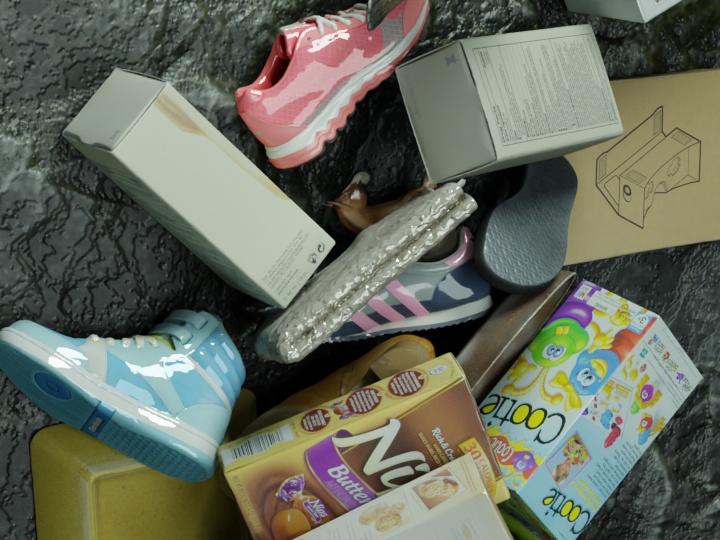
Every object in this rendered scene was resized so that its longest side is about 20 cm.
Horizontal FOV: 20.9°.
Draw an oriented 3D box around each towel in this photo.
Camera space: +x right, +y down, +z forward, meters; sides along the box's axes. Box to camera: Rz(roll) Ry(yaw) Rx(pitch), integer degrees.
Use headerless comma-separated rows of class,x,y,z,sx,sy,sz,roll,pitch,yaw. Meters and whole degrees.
towel,0.000,0.000,1.516,0.200,0.133,0.034,-41,96,-9

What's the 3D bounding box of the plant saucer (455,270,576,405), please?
plant saucer,0.110,0.072,1.654,0.032,0.200,0.200,40,79,10

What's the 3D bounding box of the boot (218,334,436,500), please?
boot,-0.020,0.123,1.609,0.201,0.144,0.071,-35,85,4

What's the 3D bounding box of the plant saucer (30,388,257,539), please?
plant saucer,-0.162,0.213,1.590,0.200,0.048,0.200,-9,107,-27

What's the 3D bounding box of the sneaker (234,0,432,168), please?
sneaker,-0.021,-0.177,1.560,0.087,0.074,0.200,46,77,-26

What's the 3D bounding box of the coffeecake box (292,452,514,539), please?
coffeecake box,0.031,0.256,1.479,0.200,0.073,0.154,-26,109,2

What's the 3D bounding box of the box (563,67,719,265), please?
box,0.258,-0.096,1.770,0.200,0.021,0.164,-9,106,-29

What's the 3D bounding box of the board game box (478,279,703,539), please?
board game box,0.190,0.126,1.731,0.200,0.103,0.105,-49,131,-11

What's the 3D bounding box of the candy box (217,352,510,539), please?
candy box,0.003,0.157,1.512,0.200,0.056,0.117,-23,112,-3

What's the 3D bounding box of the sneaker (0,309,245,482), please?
sneaker,-0.181,0.067,1.536,0.200,0.080,0.131,33,60,-15

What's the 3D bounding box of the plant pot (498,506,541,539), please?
plant pot,0.050,0.291,1.650,0.199,0.200,0.182,21,97,-32

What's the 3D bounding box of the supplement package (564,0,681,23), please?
supplement package,0.266,-0.312,1.666,0.200,0.117,0.117,-32,116,-19

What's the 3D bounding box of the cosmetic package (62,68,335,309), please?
cosmetic package,-0.124,-0.064,1.511,0.200,0.105,0.071,44,78,-32

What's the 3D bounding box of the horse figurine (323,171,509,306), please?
horse figurine,0.077,-0.033,1.667,0.133,0.050,0.200,-49,118,-17

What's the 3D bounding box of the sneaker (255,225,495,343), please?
sneaker,0.008,0.013,1.611,0.200,0.070,0.082,-10,97,-7

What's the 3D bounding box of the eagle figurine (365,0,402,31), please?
eagle figurine,0.060,-0.285,1.516,0.151,0.152,0.200,-5,63,-16

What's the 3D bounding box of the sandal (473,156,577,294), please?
sandal,0.139,-0.035,1.632,0.076,0.043,0.200,43,35,-6

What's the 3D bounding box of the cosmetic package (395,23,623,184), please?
cosmetic package,0.126,-0.138,1.595,0.200,0.073,0.104,-13,86,-51
